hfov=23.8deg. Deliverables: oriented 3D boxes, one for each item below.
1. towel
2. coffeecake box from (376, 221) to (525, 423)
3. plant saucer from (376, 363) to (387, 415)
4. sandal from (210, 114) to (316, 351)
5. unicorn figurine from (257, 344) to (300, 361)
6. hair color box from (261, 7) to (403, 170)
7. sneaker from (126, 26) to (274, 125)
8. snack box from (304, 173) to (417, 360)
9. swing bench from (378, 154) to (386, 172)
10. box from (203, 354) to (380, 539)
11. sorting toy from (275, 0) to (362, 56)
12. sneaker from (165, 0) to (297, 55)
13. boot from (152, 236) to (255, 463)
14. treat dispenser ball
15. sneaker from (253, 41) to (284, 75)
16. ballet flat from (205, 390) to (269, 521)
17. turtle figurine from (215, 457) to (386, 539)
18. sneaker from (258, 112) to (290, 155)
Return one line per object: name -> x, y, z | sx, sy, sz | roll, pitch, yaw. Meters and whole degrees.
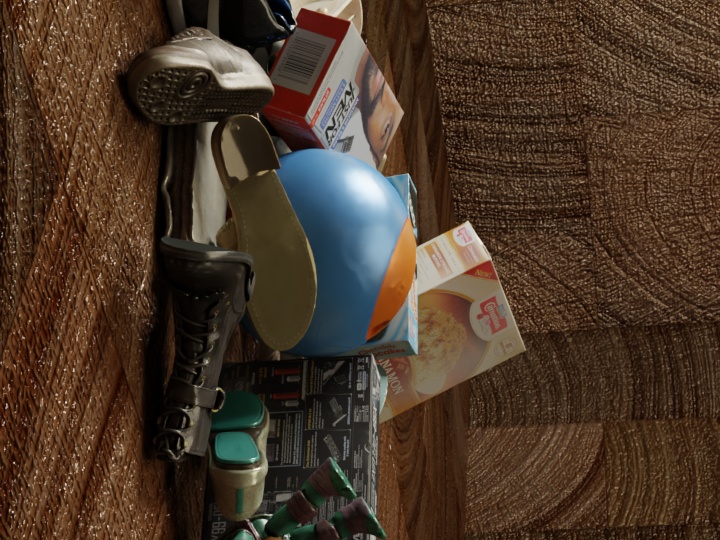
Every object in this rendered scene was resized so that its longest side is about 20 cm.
towel -> -0.149, -0.067, 1.557 | 0.133, 0.034, 0.201 | 75, 13, -58
coffeecake box -> 0.061, 0.061, 1.852 | 0.154, 0.199, 0.073 | 64, -1, -43
plant saucer -> -0.055, 0.162, 1.725 | 0.039, 0.201, 0.202 | 42, 27, -19
sandal -> -0.098, -0.035, 1.545 | 0.069, 0.077, 0.213 | 4, -71, 60
unicorn figurine -> -0.072, 0.072, 1.867 | 0.200, 0.073, 0.138 | -80, 169, -66
hair color box -> -0.027, -0.165, 1.728 | 0.112, 0.064, 0.200 | -65, 158, -12
sneaker -> -0.152, -0.173, 1.479 | 0.076, 0.070, 0.200 | 54, 19, 17
snack box -> 0.000, 0.000, 1.782 | 0.037, 0.115, 0.201 | 58, 27, -56
swing bench -> -0.002, 0.008, 1.968 | 0.199, 0.129, 0.201 | -119, -157, -47
box -> -0.062, 0.181, 1.614 | 0.050, 0.156, 0.201 | 72, 16, -57
sorting toy -> -0.056, -0.195, 1.852 | 0.200, 0.106, 0.181 | -58, 135, -62
sneaker -> -0.110, -0.204, 1.606 | 0.201, 0.111, 0.073 | 76, 14, -49
boot -> -0.136, 0.072, 1.410 | 0.200, 0.069, 0.176 | 56, 46, -75
treat dispenser ball -> -0.045, -0.017, 1.663 | 0.201, 0.199, 0.203 | -4, 90, -81
sneaker -> -0.120, -0.249, 1.675 | 0.201, 0.079, 0.074 | 74, 17, -51
ballet flat -> -0.115, 0.167, 1.536 | 0.200, 0.067, 0.063 | -97, -173, -75
turtle figurine -> -0.082, 0.253, 1.486 | 0.101, 0.199, 0.150 | 52, -2, 32
sneaker -> -0.093, -0.095, 1.870 | 0.087, 0.074, 0.201 | 56, 23, -50
